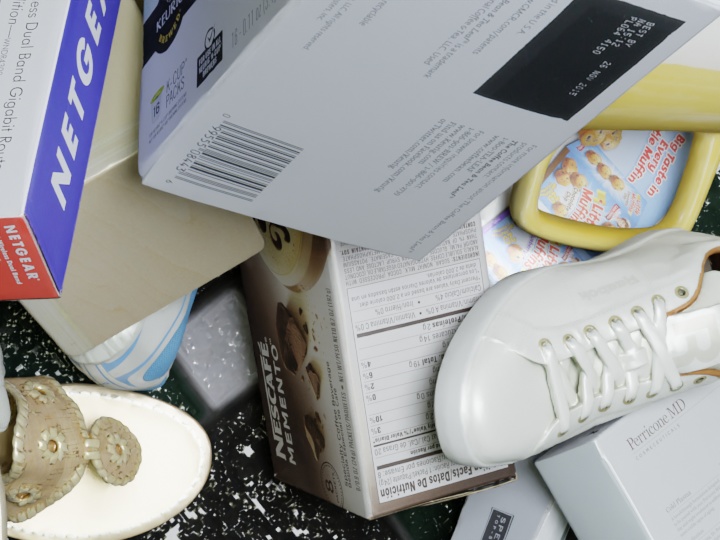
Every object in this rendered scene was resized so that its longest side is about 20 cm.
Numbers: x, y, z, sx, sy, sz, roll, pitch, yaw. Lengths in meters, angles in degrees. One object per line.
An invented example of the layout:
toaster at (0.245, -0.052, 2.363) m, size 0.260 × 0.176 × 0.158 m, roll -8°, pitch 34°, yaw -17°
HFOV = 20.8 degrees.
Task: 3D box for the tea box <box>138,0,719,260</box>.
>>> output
tea box at (0.017, -0.144, 0.727) m, size 0.133 × 0.200 × 0.198 m, roll 15°, pitch 57°, yaw -26°

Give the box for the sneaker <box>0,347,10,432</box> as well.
sneaker at (-0.189, 0.023, 0.803) m, size 0.075 × 0.200 × 0.093 m, roll -26°, pitch 107°, yaw -11°

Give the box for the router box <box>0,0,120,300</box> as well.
router box at (-0.186, -0.080, 0.735) m, size 0.178 × 0.049 × 0.201 m, roll -1°, pitch 53°, yaw 10°

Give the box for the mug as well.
mug at (0.140, -0.119, 0.941) m, size 0.152 × 0.187 × 0.150 m, roll 8°, pitch 47°, yaw -16°

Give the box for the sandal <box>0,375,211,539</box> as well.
sandal at (-0.169, 0.084, 0.899) m, size 0.210 × 0.070 × 0.078 m, roll 9°, pitch 83°, yaw -10°

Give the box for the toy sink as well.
toy sink at (-0.137, -0.089, 0.853) m, size 0.111 × 0.131 × 0.201 m, roll -30°, pitch 65°, yaw -3°

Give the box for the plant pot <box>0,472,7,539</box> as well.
plant pot at (-0.268, 0.104, 0.790) m, size 0.198 × 0.183 × 0.203 m, roll -2°, pitch 80°, yaw 10°

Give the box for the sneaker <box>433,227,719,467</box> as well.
sneaker at (0.116, 0.027, 0.863) m, size 0.199 × 0.084 × 0.073 m, roll -30°, pitch 112°, yaw -39°

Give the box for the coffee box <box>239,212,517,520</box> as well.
coffee box at (0.000, 0.000, 0.894) m, size 0.079 × 0.113 × 0.202 m, roll -13°, pitch 100°, yaw -24°

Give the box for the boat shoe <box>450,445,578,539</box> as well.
boat shoe at (0.067, 0.157, 0.943) m, size 0.056 × 0.068 × 0.201 m, roll 29°, pitch 87°, yaw -50°

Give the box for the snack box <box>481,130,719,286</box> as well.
snack box at (0.133, -0.054, 0.994) m, size 0.200 × 0.024 × 0.072 m, roll -44°, pitch 93°, yaw -12°

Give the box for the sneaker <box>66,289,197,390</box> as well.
sneaker at (-0.100, -0.040, 0.936) m, size 0.071 × 0.073 × 0.202 m, roll 5°, pitch 70°, yaw 18°

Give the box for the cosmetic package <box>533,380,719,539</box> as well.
cosmetic package at (0.193, 0.105, 0.938) m, size 0.199 × 0.052 × 0.152 m, roll -31°, pitch 93°, yaw -38°
